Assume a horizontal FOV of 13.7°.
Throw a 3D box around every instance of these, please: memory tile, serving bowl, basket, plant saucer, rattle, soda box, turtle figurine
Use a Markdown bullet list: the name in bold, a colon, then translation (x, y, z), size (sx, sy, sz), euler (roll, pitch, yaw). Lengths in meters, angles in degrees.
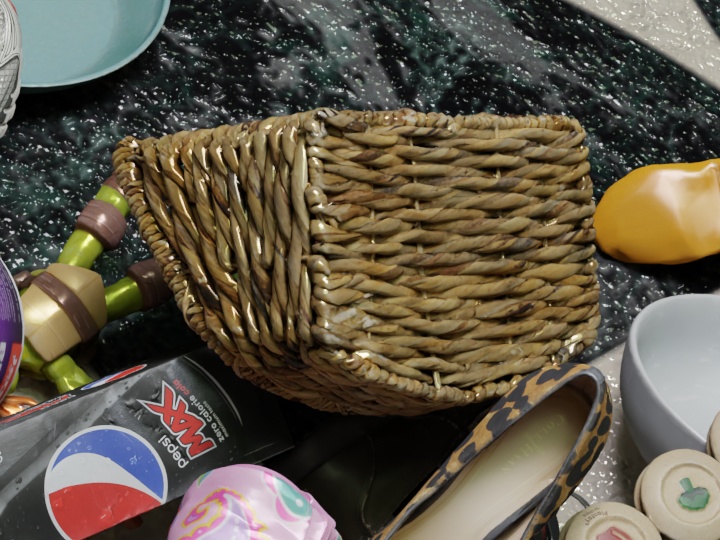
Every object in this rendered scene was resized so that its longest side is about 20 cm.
- **memory tile**: translation (0.207, 0.135, 1.438), size (0.200, 0.017, 0.153), euler (-33, 75, -26)
- **serving bowl**: translation (0.221, 0.095, 1.565), size (0.199, 0.066, 0.200), euler (18, 26, -9)
- **basket**: translation (0.000, 0.000, 1.441), size (0.200, 0.149, 0.143), euler (-2, 86, -46)
- **plant saucer**: translation (-0.206, -0.163, 1.676), size (0.199, 0.036, 0.201), euler (12, 46, -12)
- **rattle**: translation (0.239, -0.048, 1.749), size (0.130, 0.143, 0.200), euler (56, 28, -11)
- **soda box**: translation (-0.136, 0.092, 1.405), size (0.199, 0.071, 0.064), euler (-23, 95, -24)
- **turtle figurine**: translation (-0.140, 0.024, 1.505), size (0.161, 0.064, 0.200), euler (-40, 83, -26)

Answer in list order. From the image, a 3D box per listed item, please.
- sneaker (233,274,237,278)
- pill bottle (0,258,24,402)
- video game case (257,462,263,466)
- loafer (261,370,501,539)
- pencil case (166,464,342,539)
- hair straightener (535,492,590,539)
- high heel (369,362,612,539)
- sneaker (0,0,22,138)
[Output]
- **sneaker**: translation (0.032, -0.004, 1.586), size (0.199, 0.084, 0.077), euler (4, 48, -18)
- **pill bottle**: translation (-0.212, 0.027, 1.347), size (0.111, 0.200, 0.112), euler (0, 88, 4)
- **video game case**: translation (-0.036, 0.190, 1.424), size (0.143, 0.018, 0.200), euler (30, 45, 6)
- **loafer**: translation (0.030, 0.093, 1.506), size (0.200, 0.073, 0.072), euler (-25, 81, -45)
- **pencil case**: translation (-0.068, 0.186, 1.336), size (0.087, 0.088, 0.200), euler (21, 50, -2)
- **hair straightener**: translation (0.078, 0.182, 1.463), size (0.077, 0.041, 0.200), euler (52, 39, -24)
- **high heel**: translation (0.042, 0.126, 1.368), size (0.071, 0.143, 0.200), euler (37, 53, 5)
- **sneaker**: translation (-0.237, -0.076, 1.528), size (0.078, 0.082, 0.200), euler (31, 57, 8)
